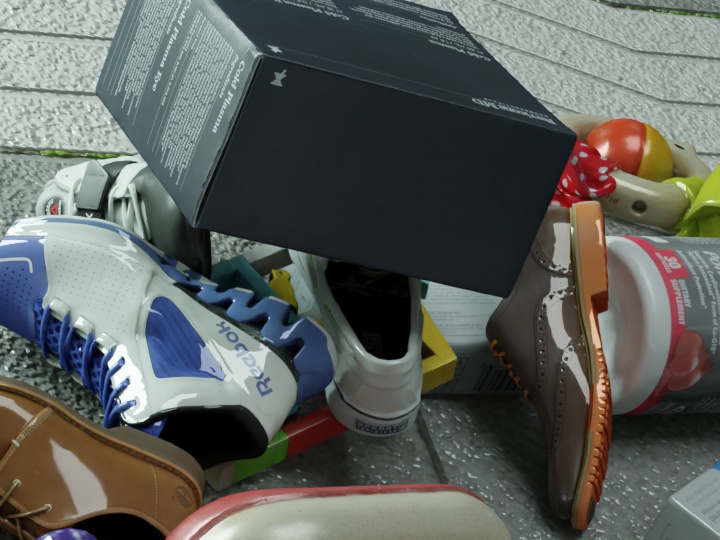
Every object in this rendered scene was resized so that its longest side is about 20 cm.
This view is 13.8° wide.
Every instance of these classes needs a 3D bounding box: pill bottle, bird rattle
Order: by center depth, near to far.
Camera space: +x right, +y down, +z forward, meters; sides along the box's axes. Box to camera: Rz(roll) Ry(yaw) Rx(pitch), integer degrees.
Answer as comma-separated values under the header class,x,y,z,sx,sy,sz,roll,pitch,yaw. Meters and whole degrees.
class,x,y,z,sx,sy,sz,roll,pitch,yaw
pill bottle,0.220,0.034,1.863,0.200,0.111,0.111,0,39,-36
bird rattle,0.176,-0.058,2.023,0.200,0.113,0.163,7,22,-7

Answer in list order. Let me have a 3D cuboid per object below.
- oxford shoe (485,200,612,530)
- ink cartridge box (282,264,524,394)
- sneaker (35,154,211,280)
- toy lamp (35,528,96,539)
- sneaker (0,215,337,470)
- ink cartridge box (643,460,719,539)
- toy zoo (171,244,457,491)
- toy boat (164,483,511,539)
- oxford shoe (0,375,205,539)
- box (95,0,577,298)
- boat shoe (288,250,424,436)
class,x,y,z,sx,sy,sz,roll,pitch,yaw
oxford shoe,0.111,0.057,1.752,0.073,0.071,0.200,-2,67,5
ink cartridge box,0.019,-0.004,1.833,0.162,0.057,0.200,1,36,-34
sneaker,-0.136,-0.028,1.691,0.088,0.074,0.200,-6,6,-15
toy lamp,-0.119,0.209,1.362,0.058,0.058,0.200,6,47,-30
sneaker,-0.122,0.050,1.596,0.199,0.081,0.115,20,47,10
ink cartridge box,0.265,0.194,1.699,0.200,0.067,0.116,38,33,18
toy zoo,-0.038,0.040,1.694,0.200,0.020,0.131,-24,55,-31
toy boat,-0.027,0.166,1.499,0.200,0.131,0.131,2,8,-36
oxford shoe,-0.172,0.105,1.507,0.200,0.071,0.071,17,39,-15
box,-0.017,-0.085,1.623,0.200,0.104,0.182,13,20,-27
boat shoe,0.000,0.000,1.679,0.072,0.066,0.200,4,45,-9
